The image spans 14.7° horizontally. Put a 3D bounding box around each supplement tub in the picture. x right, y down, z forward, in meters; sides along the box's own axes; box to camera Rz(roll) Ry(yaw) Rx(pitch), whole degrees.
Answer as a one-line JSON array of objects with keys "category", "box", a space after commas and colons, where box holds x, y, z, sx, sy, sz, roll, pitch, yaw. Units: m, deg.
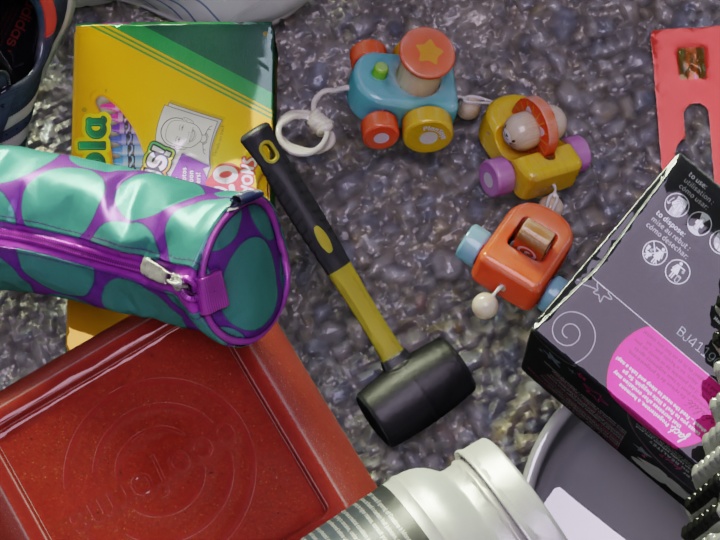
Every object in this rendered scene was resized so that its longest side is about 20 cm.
[{"category": "supplement tub", "box": [0.015, 0.192, 1.445, 0.200, 0.140, 0.141, -33, 79, -6]}]

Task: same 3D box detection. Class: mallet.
[{"category": "mallet", "box": [0.000, 0.000, 1.599, 0.066, 0.041, 0.201, -26, 98, -10]}]

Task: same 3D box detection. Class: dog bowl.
[{"category": "dog bowl", "box": [0.186, 0.148, 1.572, 0.199, 0.079, 0.201, 0, 78, 1]}]

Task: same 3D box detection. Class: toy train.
[{"category": "toy train", "box": [0.058, -0.067, 1.602, 0.200, 0.056, 0.150, 35, 49, 10]}]

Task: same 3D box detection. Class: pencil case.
[{"category": "pencil case", "box": [-0.139, -0.017, 1.528, 0.199, 0.092, 0.085, 11, 104, 29]}]

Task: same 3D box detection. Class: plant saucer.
[{"category": "plant saucer", "box": [-0.108, 0.115, 1.529, 0.199, 0.037, 0.200, -31, 70, -4]}]

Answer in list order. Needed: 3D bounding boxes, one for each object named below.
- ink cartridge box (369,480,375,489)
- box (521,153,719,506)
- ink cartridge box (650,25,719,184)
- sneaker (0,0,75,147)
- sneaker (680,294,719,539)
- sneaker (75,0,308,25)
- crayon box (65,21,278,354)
[{"category": "ink cartridge box", "box": [-0.005, 0.228, 1.553, 0.145, 0.084, 0.200, -35, 79, -7]}, {"category": "box", "box": [0.202, 0.057, 1.494, 0.200, 0.115, 0.132, 40, 80, 7]}, {"category": "ink cartridge box", "box": [0.279, -0.077, 1.638, 0.199, 0.057, 0.163, -2, 78, -5]}, {"category": "sneaker", "box": [-0.225, -0.089, 1.604, 0.075, 0.085, 0.201, 17, 98, 8]}, {"category": "sneaker", "box": [0.211, 0.086, 1.396, 0.081, 0.075, 0.201, 13, 78, -7]}, {"category": "sneaker", "box": [-0.120, -0.186, 1.645, 0.199, 0.087, 0.075, 4, 76, 0]}, {"category": "crayon box", "box": [-0.109, -0.042, 1.627, 0.118, 0.058, 0.201, 0, 78, 1]}]
